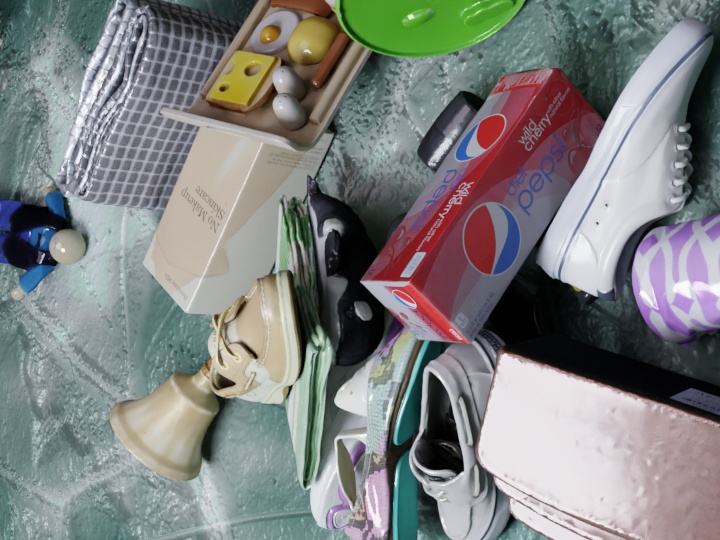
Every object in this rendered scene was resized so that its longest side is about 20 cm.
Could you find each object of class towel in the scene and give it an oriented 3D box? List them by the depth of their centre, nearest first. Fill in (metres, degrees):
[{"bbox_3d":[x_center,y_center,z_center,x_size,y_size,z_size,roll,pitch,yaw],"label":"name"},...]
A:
[{"bbox_3d":[-0.049,0.052,1.001,0.200,0.023,0.153,-106,18,-51],"label":"towel"},{"bbox_3d":[-0.178,-0.144,1.139,0.086,0.165,0.200,37,111,35],"label":"towel"}]

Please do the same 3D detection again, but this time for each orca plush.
[{"bbox_3d":[0.000,0.000,0.991,0.200,0.071,0.105,-109,20,-62],"label":"orca plush"}]

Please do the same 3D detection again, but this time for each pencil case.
[{"bbox_3d":[0.263,-0.001,0.746,0.200,0.084,0.086,-14,111,45],"label":"pencil case"}]

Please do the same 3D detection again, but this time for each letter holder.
[{"bbox_3d":[0.178,0.139,0.765,0.200,0.101,0.142,18,101,27],"label":"letter holder"}]

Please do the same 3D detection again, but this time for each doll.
[{"bbox_3d":[-0.384,-0.033,1.411,0.200,0.048,0.137,9,83,39],"label":"doll"}]

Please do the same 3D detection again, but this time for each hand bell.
[{"bbox_3d":[-0.134,0.088,1.142,0.200,0.104,0.104,-51,53,14],"label":"hand bell"}]

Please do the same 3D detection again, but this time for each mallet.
[{"bbox_3d":[0.110,-0.046,0.934,0.066,0.041,0.200,-45,61,31],"label":"mallet"}]

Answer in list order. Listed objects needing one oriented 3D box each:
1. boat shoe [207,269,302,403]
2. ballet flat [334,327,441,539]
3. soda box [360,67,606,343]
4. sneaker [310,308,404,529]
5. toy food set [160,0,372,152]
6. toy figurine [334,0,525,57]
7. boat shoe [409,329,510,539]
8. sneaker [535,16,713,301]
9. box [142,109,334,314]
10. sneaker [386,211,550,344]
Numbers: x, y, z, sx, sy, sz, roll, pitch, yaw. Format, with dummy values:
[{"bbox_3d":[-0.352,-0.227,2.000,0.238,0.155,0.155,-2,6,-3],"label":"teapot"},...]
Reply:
[{"bbox_3d":[-0.085,0.059,0.948,0.200,0.066,0.074,109,157,-62],"label":"boat shoe"},{"bbox_3d":[0.014,0.124,0.922,0.071,0.069,0.200,13,109,23],"label":"ballet flat"},{"bbox_3d":[0.089,-0.047,0.853,0.200,0.070,0.063,-55,25,-20],"label":"soda box"},{"bbox_3d":[-0.001,0.113,1.010,0.100,0.075,0.200,20,92,51],"label":"sneaker"},{"bbox_3d":[-0.069,-0.197,1.042,0.143,0.060,0.200,16,67,33],"label":"toy food set"},{"bbox_3d":[0.066,-0.293,0.953,0.200,0.150,0.184,-19,62,20],"label":"toy figurine"},{"bbox_3d":[0.069,0.134,0.882,0.072,0.066,0.200,46,146,37],"label":"boat shoe"},{"bbox_3d":[0.197,-0.072,0.837,0.071,0.073,0.200,32,111,17],"label":"sneaker"},{"bbox_3d":[-0.115,-0.064,1.126,0.095,0.078,0.200,41,114,39],"label":"box"},{"bbox_3d":[0.089,0.018,0.909,0.200,0.066,0.091,57,149,28],"label":"sneaker"}]
